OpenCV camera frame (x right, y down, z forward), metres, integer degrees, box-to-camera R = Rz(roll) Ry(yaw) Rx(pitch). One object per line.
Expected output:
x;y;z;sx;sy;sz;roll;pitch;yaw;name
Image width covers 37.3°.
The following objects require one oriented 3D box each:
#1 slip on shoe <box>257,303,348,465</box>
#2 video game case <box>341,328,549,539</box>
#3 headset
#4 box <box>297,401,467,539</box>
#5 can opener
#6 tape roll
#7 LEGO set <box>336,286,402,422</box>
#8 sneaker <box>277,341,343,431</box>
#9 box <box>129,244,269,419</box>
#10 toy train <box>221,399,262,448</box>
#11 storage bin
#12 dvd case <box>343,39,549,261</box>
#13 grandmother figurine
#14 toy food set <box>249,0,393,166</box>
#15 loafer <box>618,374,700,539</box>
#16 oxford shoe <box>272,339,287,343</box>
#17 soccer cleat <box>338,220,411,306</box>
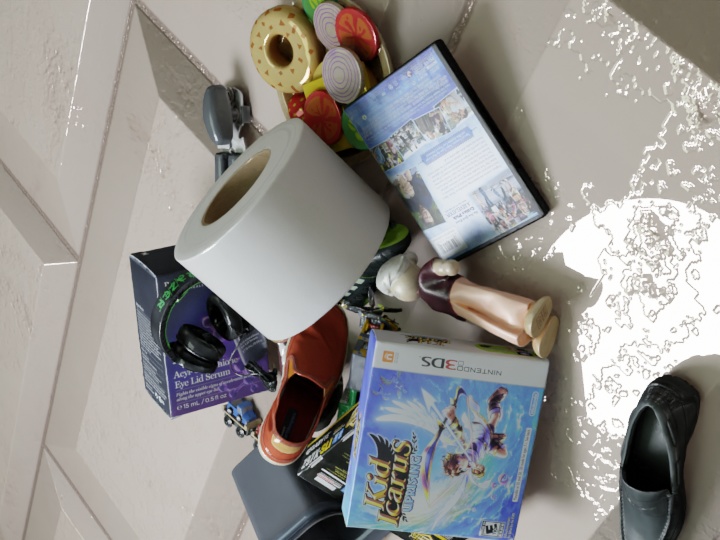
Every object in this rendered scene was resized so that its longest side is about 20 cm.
-0.057;0.120;1.194;0.074;0.201;0.061;27;151;-10;slip on shoe
0.085;0.170;1.089;0.045;0.180;0.202;-114;32;-77;video game case
-0.170;0.081;1.303;0.094;0.124;0.200;36;168;40;headset
0.053;0.230;1.189;0.199;0.050;0.160;33;137;-11;box
-0.173;-0.131;1.341;0.053;0.067;0.202;9;103;44;can opener
-0.086;-0.045;1.157;0.139;0.204;0.202;42;145;-22;tape roll
0.049;0.114;1.203;0.152;0.116;0.201;10;134;13;LEGO set
-0.062;0.148;1.315;0.201;0.075;0.116;-104;9;-51;sneaker
-0.209;0.069;1.396;0.104;0.147;0.202;30;128;55;box
-0.126;0.234;1.477;0.199;0.034;0.046;32;124;34;toy train
-0.067;0.285;1.311;0.145;0.200;0.135;-43;59;17;storage bin
0.084;-0.113;1.074;0.142;0.018;0.201;-29;97;43;dvd case
0.100;0.027;1.096;0.199;0.061;0.122;18;146;34;grandmother figurine
-0.037;-0.212;1.180;0.197;0.048;0.202;-11;97;49;toy food set
0.270;0.194;1.002;0.068;0.070;0.202;24;123;39;loafer
-0.125;-0.010;1.301;0.070;0.075;0.202;-22;73;34;oxford shoe
0.000;0.000;1.228;0.199;0.068;0.081;-22;109;49;soccer cleat
